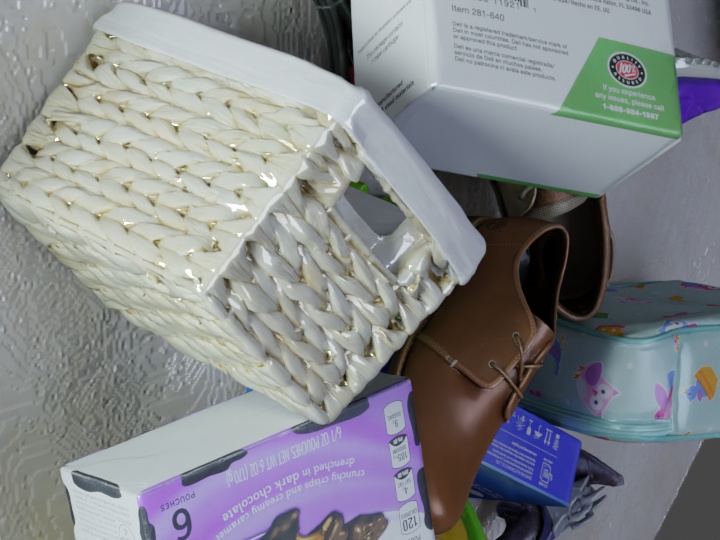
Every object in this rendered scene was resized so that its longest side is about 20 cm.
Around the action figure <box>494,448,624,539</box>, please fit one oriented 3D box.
[{"bbox_3d":[0.078,0.196,1.352,0.200,0.069,0.130,-53,167,-19],"label":"action figure"}]

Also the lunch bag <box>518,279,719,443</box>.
[{"bbox_3d":[0.179,0.054,1.367,0.199,0.160,0.078,-2,99,-39],"label":"lunch bag"}]

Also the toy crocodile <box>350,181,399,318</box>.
[{"bbox_3d":[0.000,0.000,1.197,0.200,0.067,0.062,-48,156,-64],"label":"toy crocodile"}]

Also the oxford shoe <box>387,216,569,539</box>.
[{"bbox_3d":[0.064,0.052,1.173,0.071,0.071,0.201,44,53,-41],"label":"oxford shoe"}]

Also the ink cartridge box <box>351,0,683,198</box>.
[{"bbox_3d":[0.074,-0.152,1.112,0.144,0.084,0.201,9,65,-26],"label":"ink cartridge box"}]

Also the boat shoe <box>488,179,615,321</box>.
[{"bbox_3d":[0.107,-0.059,1.252,0.075,0.072,0.201,-21,121,2],"label":"boat shoe"}]

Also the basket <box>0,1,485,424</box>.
[{"bbox_3d":[-0.064,-0.028,1.064,0.124,0.200,0.136,-52,133,-12],"label":"basket"}]

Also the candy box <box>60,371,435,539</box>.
[{"bbox_3d":[-0.043,0.166,1.076,0.167,0.071,0.201,-21,109,-36],"label":"candy box"}]

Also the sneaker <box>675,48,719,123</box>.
[{"bbox_3d":[0.146,-0.088,1.356,0.199,0.069,0.100,-7,112,-38],"label":"sneaker"}]

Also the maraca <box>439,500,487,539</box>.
[{"bbox_3d":[0.025,0.193,1.223,0.107,0.200,0.137,23,115,-38],"label":"maraca"}]

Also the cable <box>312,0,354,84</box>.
[{"bbox_3d":[-0.014,-0.135,1.200,0.200,0.050,0.097,52,61,-30],"label":"cable"}]

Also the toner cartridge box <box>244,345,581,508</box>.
[{"bbox_3d":[0.034,0.086,1.265,0.200,0.095,0.043,29,68,-46],"label":"toner cartridge box"}]
